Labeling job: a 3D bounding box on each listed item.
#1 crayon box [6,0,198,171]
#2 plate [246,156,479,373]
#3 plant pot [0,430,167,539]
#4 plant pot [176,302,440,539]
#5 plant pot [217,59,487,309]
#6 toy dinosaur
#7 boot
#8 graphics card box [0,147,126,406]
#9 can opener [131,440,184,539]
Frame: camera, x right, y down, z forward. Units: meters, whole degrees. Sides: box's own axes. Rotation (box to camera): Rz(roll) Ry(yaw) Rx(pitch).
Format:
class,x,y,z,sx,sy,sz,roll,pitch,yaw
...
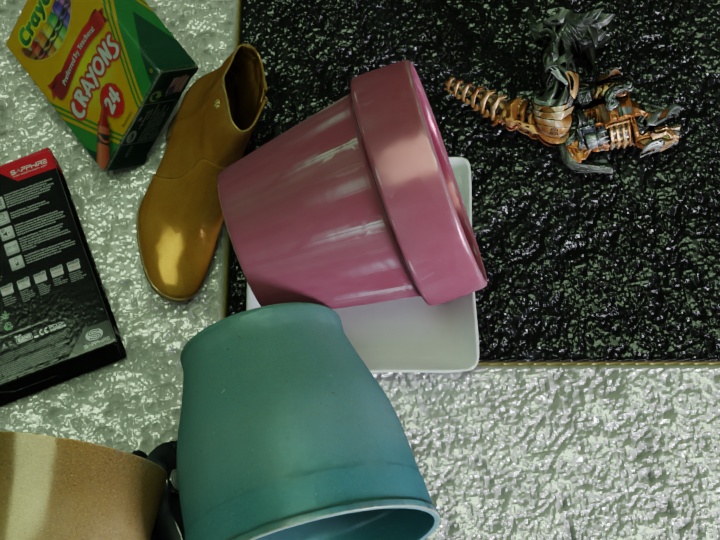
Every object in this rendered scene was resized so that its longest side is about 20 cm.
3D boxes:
class,x,y,z,sx,sy,sz,roll,pitch,yaw
crayon box,-0.244,-0.204,1.540,0.051,0.127,0.200,-16,60,-47
plate,0.000,0.000,1.492,0.199,0.032,0.200,-2,68,2
plant pot,-0.253,0.240,1.300,0.186,0.186,0.200,5,70,5
plant pot,-0.058,0.135,1.355,0.200,0.200,0.188,-15,67,-2
plant pot,-0.011,-0.050,1.397,0.179,0.200,0.200,-20,68,6
toy dinosaur,0.182,-0.156,1.515,0.200,0.102,0.136,9,85,-16
boot,-0.133,-0.086,1.471,0.071,0.144,0.201,15,64,-23
graphics card box,-0.295,0.005,1.499,0.125,0.051,0.200,-21,68,-5
can opener,-0.140,0.234,1.404,0.063,0.079,0.200,-5,66,-40
